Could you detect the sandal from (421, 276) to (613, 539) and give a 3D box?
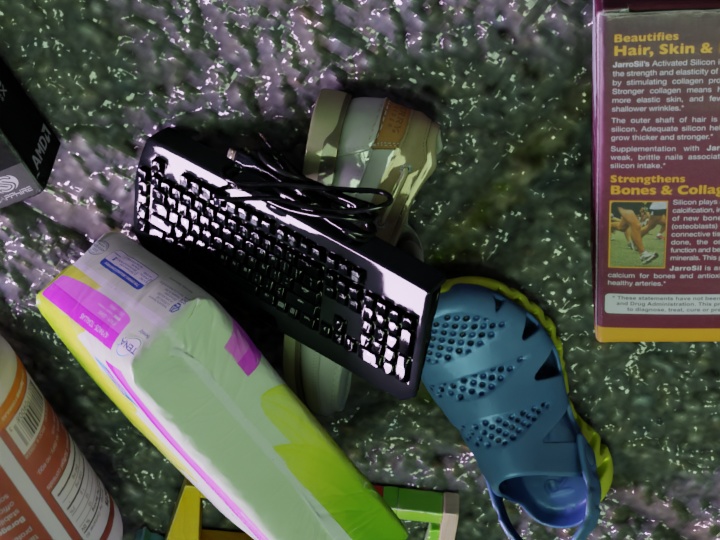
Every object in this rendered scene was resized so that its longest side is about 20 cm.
[{"bbox_3d":[0.088,0.088,1.055,0.079,0.087,0.200,-23,121,23],"label":"sandal"}]

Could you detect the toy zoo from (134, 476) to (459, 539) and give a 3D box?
[{"bbox_3d":[-0.044,0.183,1.178,0.200,0.020,0.131,6,128,-1],"label":"toy zoo"}]

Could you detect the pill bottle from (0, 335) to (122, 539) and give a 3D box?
[{"bbox_3d":[-0.211,0.139,1.100,0.112,0.112,0.200,-16,125,16],"label":"pill bottle"}]

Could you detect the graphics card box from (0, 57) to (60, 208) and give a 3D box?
[{"bbox_3d":[-0.259,-0.106,0.952,0.125,0.051,0.200,-20,123,19],"label":"graphics card box"}]

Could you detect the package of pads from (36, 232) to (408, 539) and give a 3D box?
[{"bbox_3d":[-0.079,0.078,1.021,0.068,0.154,0.200,-43,120,-11],"label":"package of pads"}]

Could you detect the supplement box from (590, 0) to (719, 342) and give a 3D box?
[{"bbox_3d":[0.170,-0.066,0.927,0.110,0.086,0.200,-1,128,5],"label":"supplement box"}]

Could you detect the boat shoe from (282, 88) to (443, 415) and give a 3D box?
[{"bbox_3d":[0.000,0.000,0.999,0.068,0.075,0.200,10,127,4],"label":"boat shoe"}]

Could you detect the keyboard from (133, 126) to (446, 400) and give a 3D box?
[{"bbox_3d":[-0.049,-0.013,0.948,0.200,0.040,0.104,27,123,29],"label":"keyboard"}]
